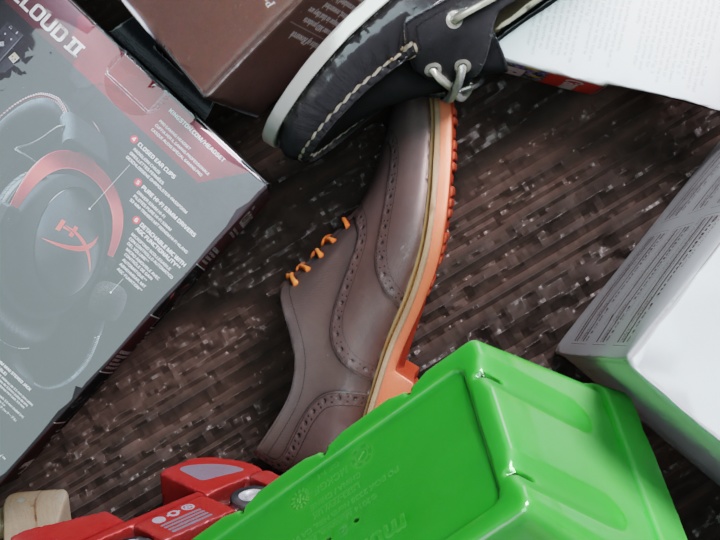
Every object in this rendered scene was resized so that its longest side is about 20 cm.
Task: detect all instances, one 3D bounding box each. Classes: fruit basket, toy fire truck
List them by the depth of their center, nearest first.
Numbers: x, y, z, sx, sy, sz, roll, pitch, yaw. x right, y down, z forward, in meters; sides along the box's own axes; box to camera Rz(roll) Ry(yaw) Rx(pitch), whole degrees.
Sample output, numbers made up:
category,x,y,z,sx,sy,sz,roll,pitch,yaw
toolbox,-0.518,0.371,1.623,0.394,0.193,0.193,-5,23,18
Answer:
category,x,y,z,sx,sy,sz,roll,pitch,yaw
fruit basket,0.050,0.144,0.801,0.213,0.156,0.217,-6,131,-7
toy fire truck,-0.138,0.126,0.852,0.199,0.140,0.049,-20,115,-38

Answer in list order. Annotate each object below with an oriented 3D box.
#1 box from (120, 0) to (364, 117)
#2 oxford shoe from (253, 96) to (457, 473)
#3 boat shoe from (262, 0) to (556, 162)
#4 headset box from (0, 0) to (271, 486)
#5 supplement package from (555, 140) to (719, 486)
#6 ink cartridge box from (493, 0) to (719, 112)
category,x,y,z,sx,sy,sz,roll,pitch,yaw
box,-0.016,-0.172,0.836,0.200,0.075,0.100,-42,75,9
oxford shoe,0.000,0.000,0.878,0.072,0.071,0.202,12,88,4
boat shoe,0.045,-0.109,0.835,0.200,0.074,0.060,-42,86,-8
headset box,-0.145,-0.027,0.870,0.148,0.075,0.200,42,87,0
supplement package,0.209,0.039,0.816,0.191,0.200,0.147,39,88,-1
ink cartridge box,0.090,-0.143,0.894,0.198,0.050,0.110,14,90,-2
